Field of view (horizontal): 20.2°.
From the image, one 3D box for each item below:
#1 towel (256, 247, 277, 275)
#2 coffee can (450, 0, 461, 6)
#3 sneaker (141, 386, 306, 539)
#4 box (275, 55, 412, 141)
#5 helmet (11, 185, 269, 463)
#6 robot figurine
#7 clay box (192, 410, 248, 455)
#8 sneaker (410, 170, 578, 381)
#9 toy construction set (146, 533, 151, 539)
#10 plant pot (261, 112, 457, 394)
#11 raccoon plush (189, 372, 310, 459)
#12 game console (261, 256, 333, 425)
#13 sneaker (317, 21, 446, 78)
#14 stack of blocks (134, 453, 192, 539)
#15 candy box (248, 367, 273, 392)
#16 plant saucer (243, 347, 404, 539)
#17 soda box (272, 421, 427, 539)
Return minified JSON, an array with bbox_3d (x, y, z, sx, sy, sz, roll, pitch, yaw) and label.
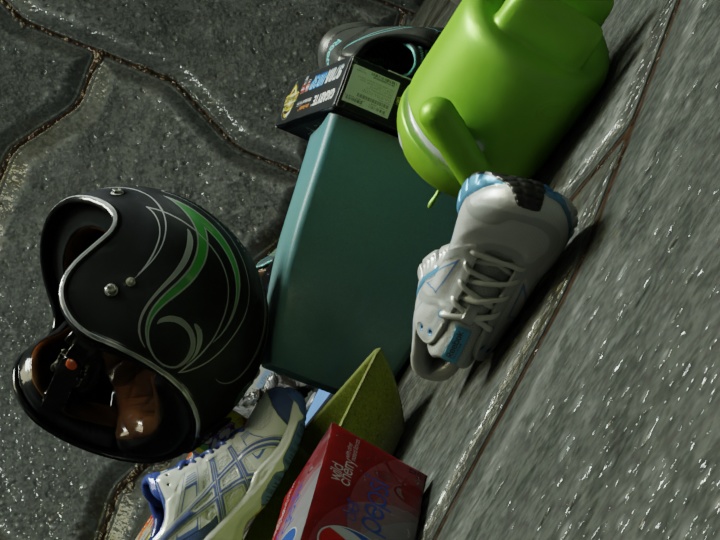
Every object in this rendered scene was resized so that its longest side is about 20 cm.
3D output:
[{"bbox_3d":[-0.022,-0.057,2.225,0.147,0.022,0.200,-26,7,28],"label":"towel"},{"bbox_3d":[0.162,-0.306,1.691,0.200,0.146,0.146,-57,5,24],"label":"coffee can"},{"bbox_3d":[-0.111,0.158,1.490,0.200,0.088,0.075,-61,3,-28],"label":"sneaker"},{"bbox_3d":[0.030,-0.117,1.655,0.046,0.159,0.200,-70,15,-7],"label":"box"},{"bbox_3d":[-0.169,0.033,1.572,0.200,0.200,0.191,-54,12,47],"label":"helmet"},{"bbox_3d":[0.101,-0.131,1.450,0.200,0.116,0.175,-55,9,43],"label":"robot figurine"},{"bbox_3d":[-0.131,0.134,1.713,0.048,0.200,0.115,-60,5,-9],"label":"clay box"},{"bbox_3d":[0.075,0.012,1.224,0.200,0.075,0.087,114,176,-62],"label":"sneaker"},{"bbox_3d":[-0.164,0.228,2.182,0.131,0.092,0.200,125,162,-45],"label":"toy construction set"},{"bbox_3d":[0.000,0.000,1.619,0.141,0.141,0.200,155,135,-81],"label":"plant pot"},{"bbox_3d":[-0.094,0.172,2.018,0.200,0.097,0.134,-31,-15,-10],"label":"raccoon plush"},{"bbox_3d":[-0.047,0.055,1.827,0.200,0.116,0.176,-54,7,49],"label":"game console"},{"bbox_3d":[0.067,-0.168,1.687,0.079,0.200,0.075,-141,52,-75],"label":"sneaker"},{"bbox_3d":[-0.226,0.313,2.412,0.200,0.059,0.115,-56,6,35],"label":"stack of blocks"},{"bbox_3d":[-0.060,0.058,2.245,0.200,0.061,0.136,-60,6,2],"label":"candy box"},{"bbox_3d":[-0.037,0.176,1.421,0.200,0.048,0.200,-63,6,-31],"label":"plant saucer"},{"bbox_3d":[-0.014,0.165,1.130,0.063,0.070,0.200,-59,5,21],"label":"soda box"}]
